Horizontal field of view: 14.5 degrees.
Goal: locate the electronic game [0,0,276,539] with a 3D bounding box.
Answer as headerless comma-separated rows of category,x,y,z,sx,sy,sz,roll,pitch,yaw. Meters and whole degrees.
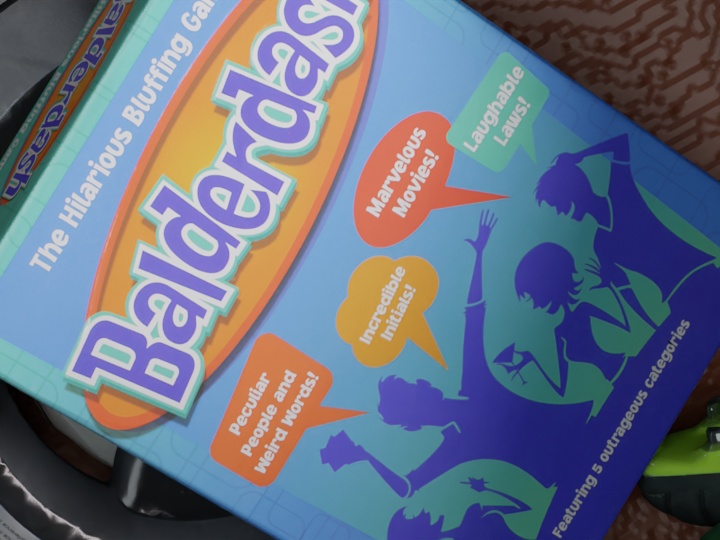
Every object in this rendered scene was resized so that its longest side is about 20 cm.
electronic game,-0.047,0.006,0.811,0.200,0.042,0.200,-4,102,-22

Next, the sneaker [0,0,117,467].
sneaker,-0.099,-0.034,0.842,0.078,0.079,0.200,-31,114,-21

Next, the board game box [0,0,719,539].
board game box,0.000,0.000,0.782,0.200,0.045,0.152,32,88,-23

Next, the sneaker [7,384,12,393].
sneaker,-0.204,0.064,0.852,0.200,0.074,0.079,-6,71,10

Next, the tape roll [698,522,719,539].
tape roll,0.158,0.152,0.773,0.200,0.048,0.200,15,122,25

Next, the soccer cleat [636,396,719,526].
soccer cleat,0.178,0.074,0.806,0.200,0.068,0.081,0,103,8
